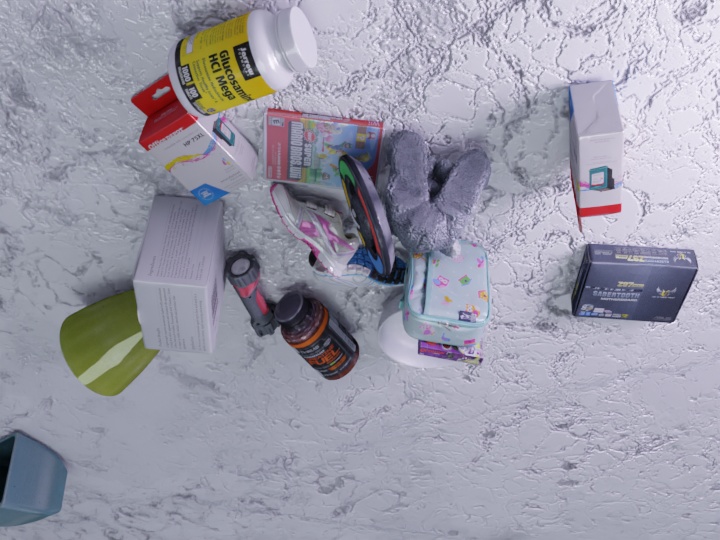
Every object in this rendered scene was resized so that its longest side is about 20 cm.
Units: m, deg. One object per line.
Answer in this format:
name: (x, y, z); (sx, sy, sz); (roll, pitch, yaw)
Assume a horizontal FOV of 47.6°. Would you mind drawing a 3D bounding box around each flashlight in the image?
flashlight: (-0.205, 0.048, 1.604); (0.066, 0.069, 0.202); (-9, 142, 11)

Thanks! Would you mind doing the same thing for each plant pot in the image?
plant pot: (-0.908, 0.581, 2.195); (0.193, 0.200, 0.199); (-24, 140, 30)
plant pot: (-0.466, 0.119, 1.643); (0.198, 0.189, 0.187); (-33, 129, 17)

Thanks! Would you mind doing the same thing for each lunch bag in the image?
lunch bag: (0.148, 0.034, 1.441); (0.156, 0.203, 0.078); (11, 138, -4)

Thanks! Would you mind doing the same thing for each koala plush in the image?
koala plush: (0.104, -0.091, 1.342); (0.173, 0.188, 0.201); (16, 158, 1)

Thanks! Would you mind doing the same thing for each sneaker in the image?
sneaker: (-0.078, -0.086, 1.429); (0.088, 0.081, 0.200); (-44, 112, 2)
sneaker: (0.000, 0.000, 1.531); (0.194, 0.077, 0.087); (8, 153, 1)

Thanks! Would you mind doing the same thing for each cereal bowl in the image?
cereal bowl: (0.129, 0.102, 1.611); (0.194, 0.085, 0.203); (2, 139, 2)

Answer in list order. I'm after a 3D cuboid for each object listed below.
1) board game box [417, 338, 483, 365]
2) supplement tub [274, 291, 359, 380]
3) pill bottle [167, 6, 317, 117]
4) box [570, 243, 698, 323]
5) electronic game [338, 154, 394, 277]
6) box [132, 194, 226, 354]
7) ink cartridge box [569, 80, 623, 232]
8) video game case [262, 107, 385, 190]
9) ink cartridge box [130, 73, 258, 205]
board game box: (0.163, 0.073, 1.483); (0.117, 0.203, 0.033); (7, 139, -4)
supplement tub: (-0.092, 0.128, 1.646); (0.105, 0.109, 0.200); (-19, 134, 26)
pill bottle: (-0.165, -0.299, 1.159); (0.195, 0.114, 0.113); (-14, 136, 21)
box: (0.501, 0.025, 1.509); (0.194, 0.052, 0.160); (4, 138, 2)
electronic game: (0.007, -0.087, 1.300); (0.041, 0.202, 0.202); (-20, 139, -6)
box: (-0.317, 0.009, 1.461); (0.127, 0.204, 0.201); (5, 140, -3)
ink cartridge box: (0.356, -0.168, 1.241); (0.065, 0.118, 0.202); (-6, 139, 11)
video game case: (-0.063, -0.194, 1.342); (0.194, 0.018, 0.145); (7, 139, -2)
ink cartridge box: (-0.270, -0.209, 1.308); (0.114, 0.068, 0.200); (-22, 132, 28)
